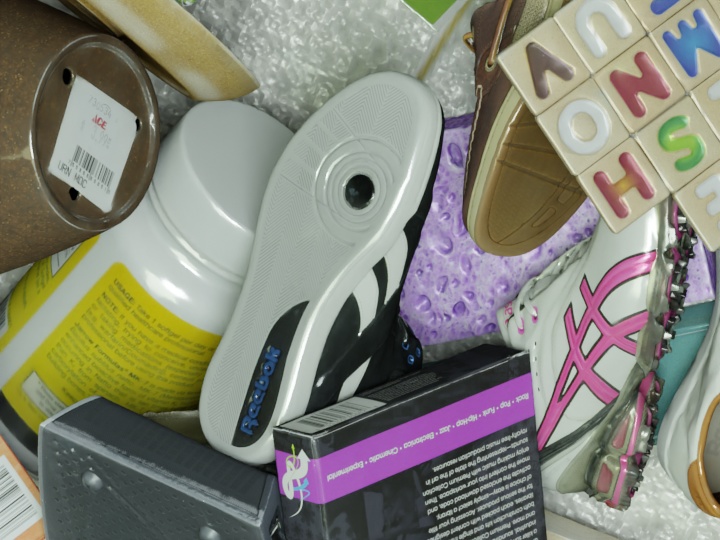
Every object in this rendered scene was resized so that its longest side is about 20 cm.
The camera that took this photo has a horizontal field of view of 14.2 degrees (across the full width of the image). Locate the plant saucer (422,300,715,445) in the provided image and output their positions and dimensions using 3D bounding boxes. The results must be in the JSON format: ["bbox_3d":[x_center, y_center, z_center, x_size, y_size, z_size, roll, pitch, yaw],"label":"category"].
[{"bbox_3d":[0.114,0.066,1.479,0.199,0.019,0.070,-13,105,23],"label":"plant saucer"}]

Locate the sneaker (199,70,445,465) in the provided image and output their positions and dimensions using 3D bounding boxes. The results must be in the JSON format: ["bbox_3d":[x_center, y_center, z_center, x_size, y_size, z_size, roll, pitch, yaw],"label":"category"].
[{"bbox_3d":[0.000,0.000,1.381,0.073,0.112,0.201,34,104,30],"label":"sneaker"}]

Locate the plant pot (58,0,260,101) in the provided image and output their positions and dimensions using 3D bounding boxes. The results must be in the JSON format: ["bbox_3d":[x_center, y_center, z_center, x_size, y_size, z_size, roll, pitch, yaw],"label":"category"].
[{"bbox_3d":[-0.134,-0.141,1.386,0.200,0.200,0.028,38,88,1],"label":"plant pot"}]

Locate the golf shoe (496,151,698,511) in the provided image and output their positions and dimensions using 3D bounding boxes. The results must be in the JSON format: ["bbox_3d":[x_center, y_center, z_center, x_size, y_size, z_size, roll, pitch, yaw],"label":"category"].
[{"bbox_3d":[0.110,0.023,1.399,0.092,0.073,0.201,16,119,9],"label":"golf shoe"}]

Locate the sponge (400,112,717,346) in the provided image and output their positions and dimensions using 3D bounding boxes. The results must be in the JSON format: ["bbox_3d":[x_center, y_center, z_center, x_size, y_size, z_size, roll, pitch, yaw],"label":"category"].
[{"bbox_3d":[0.073,-0.025,1.451,0.199,0.030,0.112,-10,106,21],"label":"sponge"}]

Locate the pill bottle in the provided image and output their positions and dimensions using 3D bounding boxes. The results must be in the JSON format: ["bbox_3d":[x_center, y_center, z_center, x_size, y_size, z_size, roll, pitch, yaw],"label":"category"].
[{"bbox_3d":[-0.105,0.012,1.464,0.114,0.114,0.200,43,124,-1],"label":"pill bottle"}]

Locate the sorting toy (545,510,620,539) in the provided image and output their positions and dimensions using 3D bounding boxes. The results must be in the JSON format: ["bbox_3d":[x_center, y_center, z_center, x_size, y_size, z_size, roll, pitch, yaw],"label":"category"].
[{"bbox_3d":[0.059,0.221,1.517,0.198,0.070,0.201,21,120,9],"label":"sorting toy"}]

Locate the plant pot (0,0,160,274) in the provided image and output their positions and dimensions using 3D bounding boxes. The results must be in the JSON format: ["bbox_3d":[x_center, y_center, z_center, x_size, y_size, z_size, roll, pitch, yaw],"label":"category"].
[{"bbox_3d":[-0.201,-0.067,1.406,0.199,0.187,0.188,4,112,36],"label":"plant pot"}]

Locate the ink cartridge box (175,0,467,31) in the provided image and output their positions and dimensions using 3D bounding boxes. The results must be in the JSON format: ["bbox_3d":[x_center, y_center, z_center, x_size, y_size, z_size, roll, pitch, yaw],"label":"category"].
[{"bbox_3d":[-0.042,-0.169,1.368,0.200,0.148,0.076,39,115,0],"label":"ink cartridge box"}]

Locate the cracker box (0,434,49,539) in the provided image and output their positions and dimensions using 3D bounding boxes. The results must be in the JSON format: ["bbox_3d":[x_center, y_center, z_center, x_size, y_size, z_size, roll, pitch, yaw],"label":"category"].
[{"bbox_3d":[-0.233,0.092,1.510,0.058,0.200,0.134,-36,98,-17],"label":"cracker box"}]

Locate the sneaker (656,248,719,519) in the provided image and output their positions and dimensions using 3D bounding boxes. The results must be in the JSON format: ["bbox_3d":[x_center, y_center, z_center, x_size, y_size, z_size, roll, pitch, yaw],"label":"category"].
[{"bbox_3d":[0.205,0.029,1.384,0.072,0.085,0.201,11,106,-14],"label":"sneaker"}]

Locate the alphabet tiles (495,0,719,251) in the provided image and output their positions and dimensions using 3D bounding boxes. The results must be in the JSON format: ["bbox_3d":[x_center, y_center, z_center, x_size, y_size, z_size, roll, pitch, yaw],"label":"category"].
[{"bbox_3d":[0.168,-0.115,1.337,0.200,0.008,0.168,-36,98,-10],"label":"alphabet tiles"}]

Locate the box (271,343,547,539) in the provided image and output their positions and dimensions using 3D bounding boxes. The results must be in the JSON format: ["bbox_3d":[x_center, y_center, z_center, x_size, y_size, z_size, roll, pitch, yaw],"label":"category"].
[{"bbox_3d":[0.030,0.151,1.384,0.036,0.142,0.201,9,111,47],"label":"box"}]

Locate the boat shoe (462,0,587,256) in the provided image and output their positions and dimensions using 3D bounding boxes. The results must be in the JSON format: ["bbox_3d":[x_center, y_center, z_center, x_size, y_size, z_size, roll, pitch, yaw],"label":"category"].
[{"bbox_3d":[0.088,-0.108,1.386,0.072,0.072,0.201,34,112,50],"label":"boat shoe"}]

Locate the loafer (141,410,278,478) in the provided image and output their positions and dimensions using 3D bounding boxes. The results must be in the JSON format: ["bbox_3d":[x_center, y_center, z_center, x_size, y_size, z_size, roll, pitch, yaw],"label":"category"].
[{"bbox_3d":[-0.033,0.094,1.460,0.199,0.070,0.075,3,135,-8],"label":"loafer"}]

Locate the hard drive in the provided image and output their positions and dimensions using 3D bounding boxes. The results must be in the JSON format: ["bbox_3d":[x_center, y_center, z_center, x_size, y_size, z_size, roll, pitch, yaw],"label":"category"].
[{"bbox_3d":[-0.089,0.146,1.410,0.134,0.042,0.201,23,145,18],"label":"hard drive"}]
